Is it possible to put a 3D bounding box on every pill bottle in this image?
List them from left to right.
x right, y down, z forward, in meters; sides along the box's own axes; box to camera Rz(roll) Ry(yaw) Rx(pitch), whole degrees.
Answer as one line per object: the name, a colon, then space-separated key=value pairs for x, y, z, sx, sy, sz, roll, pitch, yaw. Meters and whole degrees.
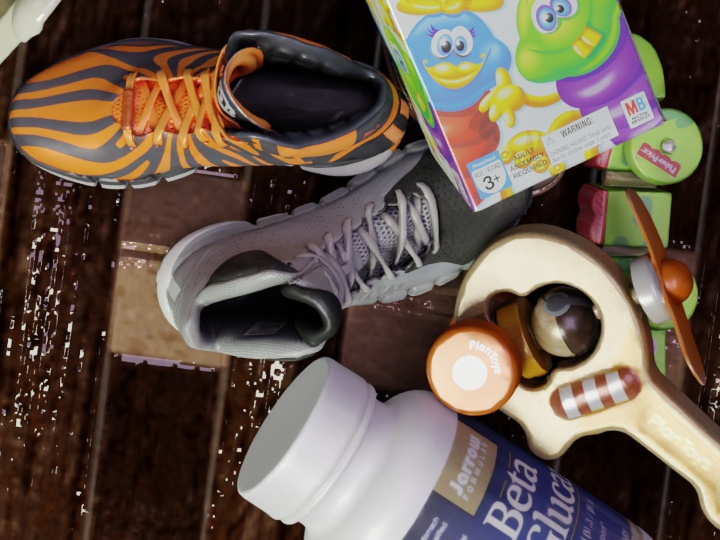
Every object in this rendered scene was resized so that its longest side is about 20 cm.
pill bottle: x=0.042 y=0.130 z=1.346 sx=0.200 sy=0.111 sz=0.111 roll=33 pitch=86 yaw=-14

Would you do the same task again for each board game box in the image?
board game box: x=0.050 y=-0.148 z=1.251 sx=0.103 sy=0.105 sz=0.201 roll=-25 pitch=112 yaw=-2

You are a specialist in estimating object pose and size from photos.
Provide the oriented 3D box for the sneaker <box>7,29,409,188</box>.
sneaker: x=-0.078 y=-0.085 z=1.285 sx=0.199 sy=0.112 sz=0.078 roll=-4 pitch=84 yaw=4

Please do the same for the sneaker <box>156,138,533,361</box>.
sneaker: x=0.000 y=0.000 z=1.311 sx=0.199 sy=0.116 sz=0.075 roll=-22 pitch=108 yaw=-1

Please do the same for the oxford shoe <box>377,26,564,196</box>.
oxford shoe: x=0.047 y=-0.122 z=1.349 sx=0.071 sy=0.074 sz=0.200 roll=-37 pitch=102 yaw=-11

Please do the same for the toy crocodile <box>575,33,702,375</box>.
toy crocodile: x=0.137 y=-0.023 z=1.382 sx=0.061 sy=0.068 sz=0.201 roll=1 pitch=92 yaw=-10

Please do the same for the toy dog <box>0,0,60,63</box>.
toy dog: x=-0.208 y=-0.209 z=1.253 sx=0.200 sy=0.139 sz=0.194 roll=37 pitch=72 yaw=-13

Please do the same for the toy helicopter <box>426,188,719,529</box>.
toy helicopter: x=0.139 y=0.052 z=1.329 sx=0.200 sy=0.079 sz=0.132 roll=40 pitch=108 yaw=1
